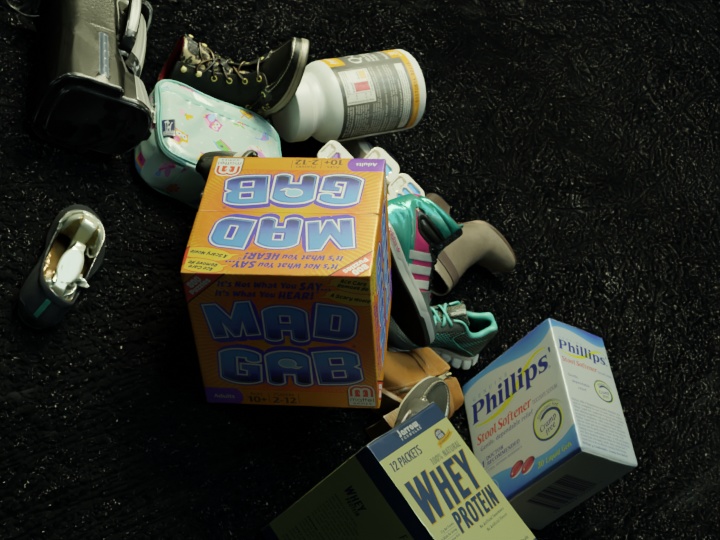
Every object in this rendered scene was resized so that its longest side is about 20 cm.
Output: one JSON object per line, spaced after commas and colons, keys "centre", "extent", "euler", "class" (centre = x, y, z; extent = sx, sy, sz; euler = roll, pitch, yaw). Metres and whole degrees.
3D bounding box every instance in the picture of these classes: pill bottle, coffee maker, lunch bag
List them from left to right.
{"centre": [-0.349, -0.251, 1.556], "extent": [0.191, 0.135, 0.201], "euler": [1, 49, -11], "class": "coffee maker"}
{"centre": [-0.194, -0.157, 1.640], "extent": [0.199, 0.077, 0.161], "euler": [22, 43, -31], "class": "lunch bag"}
{"centre": [-0.018, -0.241, 1.788], "extent": [0.199, 0.116, 0.117], "euler": [-13, 63, -28], "class": "pill bottle"}

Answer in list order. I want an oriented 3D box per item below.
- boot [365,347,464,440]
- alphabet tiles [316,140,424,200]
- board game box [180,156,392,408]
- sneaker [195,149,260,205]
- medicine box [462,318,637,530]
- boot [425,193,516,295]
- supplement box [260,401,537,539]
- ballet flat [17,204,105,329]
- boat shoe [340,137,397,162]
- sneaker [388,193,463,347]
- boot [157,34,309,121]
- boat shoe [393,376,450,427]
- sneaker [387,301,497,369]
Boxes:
{"centre": [0.045, 0.119, 1.609], "extent": [0.155, 0.077, 0.200], "euler": [-26, 82, -47], "class": "boot"}
{"centre": [-0.009, -0.066, 1.695], "extent": [0.196, 0.015, 0.200], "euler": [45, 70, -4], "class": "alphabet tiles"}
{"centre": [-0.073, 0.012, 1.433], "extent": [0.199, 0.201, 0.200], "euler": [1, 42, 6], "class": "board game box"}
{"centre": [-0.150, -0.073, 1.563], "extent": [0.090, 0.200, 0.067], "euler": [14, 51, 25], "class": "sneaker"}
{"centre": [0.236, 0.198, 1.645], "extent": [0.103, 0.182, 0.201], "euler": [20, 43, -31], "class": "medicine box"}
{"centre": [0.135, -0.019, 1.859], "extent": [0.200, 0.070, 0.147], "euler": [35, 44, -14], "class": "boot"}
{"centre": [0.042, 0.286, 1.352], "extent": [0.200, 0.200, 0.134], "euler": [53, 37, 10], "class": "supplement box"}
{"centre": [-0.313, -0.018, 1.398], "extent": [0.073, 0.073, 0.200], "euler": [34, 38, -16], "class": "ballet flat"}
{"centre": [0.024, -0.127, 1.816], "extent": [0.093, 0.075, 0.200], "euler": [26, 29, -30], "class": "boat shoe"}
{"centre": [0.080, -0.013, 1.598], "extent": [0.121, 0.084, 0.201], "euler": [-34, 120, -24], "class": "sneaker"}
{"centre": [-0.167, -0.262, 1.677], "extent": [0.150, 0.200, 0.073], "euler": [21, 63, -23], "class": "boot"}
{"centre": [0.062, 0.206, 1.514], "extent": [0.067, 0.057, 0.200], "euler": [54, 56, -23], "class": "boat shoe"}
{"centre": [0.101, 0.070, 1.709], "extent": [0.199, 0.091, 0.078], "euler": [12, 47, -38], "class": "sneaker"}
